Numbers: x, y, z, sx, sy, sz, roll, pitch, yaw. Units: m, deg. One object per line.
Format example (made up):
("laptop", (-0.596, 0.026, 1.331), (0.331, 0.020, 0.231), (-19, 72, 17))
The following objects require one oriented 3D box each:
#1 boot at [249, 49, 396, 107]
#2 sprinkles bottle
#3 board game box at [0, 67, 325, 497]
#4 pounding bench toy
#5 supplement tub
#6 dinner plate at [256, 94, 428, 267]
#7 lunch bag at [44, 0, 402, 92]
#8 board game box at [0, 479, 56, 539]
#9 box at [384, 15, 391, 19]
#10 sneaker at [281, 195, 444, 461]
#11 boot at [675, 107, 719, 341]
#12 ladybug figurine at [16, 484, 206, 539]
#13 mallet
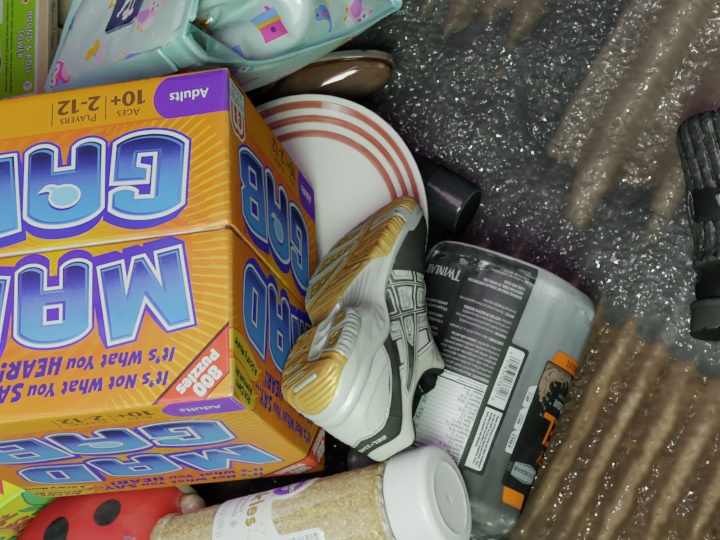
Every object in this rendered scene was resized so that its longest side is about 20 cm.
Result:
("boot", (-0.040, -0.043, 1.202), (0.186, 0.064, 0.200), (-20, 70, 21))
("sprinkles bottle", (-0.033, 0.163, 1.035), (0.200, 0.068, 0.068), (-18, 72, 24))
("board game box", (-0.145, 0.017, 1.040), (0.199, 0.200, 0.200), (-7, 70, 12))
("pounding bench toy", (-0.243, -0.177, 1.239), (0.124, 0.156, 0.200), (-9, 74, 21))
("supplement tub", (0.068, 0.092, 1.106), (0.122, 0.123, 0.200), (20, 83, 19))
("dinner plate", (-0.043, -0.023, 1.154), (0.200, 0.024, 0.201), (-6, 75, 22))
("lunch bag", (-0.102, -0.173, 1.128), (0.170, 0.200, 0.122), (-10, 109, 45))
("board game box", (-0.259, 0.165, 1.190), (0.200, 0.102, 0.048), (-35, 71, 5))
("box", (-0.058, -0.281, 1.272), (0.200, 0.051, 0.158), (10, 79, 18))
("sneaker", (0.013, 0.038, 1.043), (0.076, 0.088, 0.200), (-33, 24, 38))
("boot", (0.311, -0.036, 1.093), (0.211, 0.079, 0.158), (-1, 76, 16))
("ladybug figurine", (-0.183, 0.212, 1.139), (0.200, 0.072, 0.136), (-43, 72, 20))
("mallet", (0.000, 0.000, 1.173), (0.066, 0.041, 0.200), (38, 76, 21))
